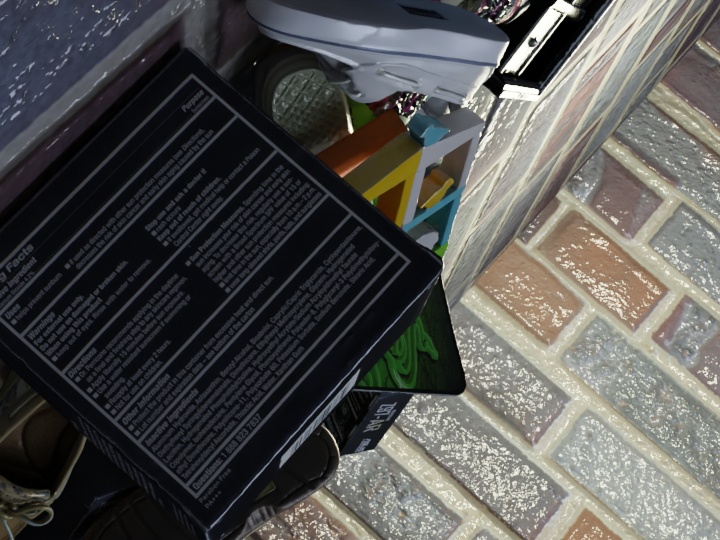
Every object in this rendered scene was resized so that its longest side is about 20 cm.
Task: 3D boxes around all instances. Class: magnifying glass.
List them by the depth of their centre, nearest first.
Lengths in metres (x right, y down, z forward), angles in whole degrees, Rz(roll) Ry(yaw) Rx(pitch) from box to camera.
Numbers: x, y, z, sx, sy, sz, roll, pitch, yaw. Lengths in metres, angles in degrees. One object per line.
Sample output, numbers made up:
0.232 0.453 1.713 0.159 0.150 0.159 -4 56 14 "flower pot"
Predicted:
-0.058 -0.043 0.933 0.200 0.080 0.022 -31 158 -7 "magnifying glass"

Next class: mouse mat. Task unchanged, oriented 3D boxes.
0.000 0.000 1.096 0.161 0.200 0.008 6 151 -35 "mouse mat"

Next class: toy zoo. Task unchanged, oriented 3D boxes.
0.021 -0.031 0.977 0.131 0.020 0.200 -33 153 -32 "toy zoo"

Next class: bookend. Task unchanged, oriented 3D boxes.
0.169 -0.259 1.302 0.200 0.092 0.199 -53 170 14 "bookend"

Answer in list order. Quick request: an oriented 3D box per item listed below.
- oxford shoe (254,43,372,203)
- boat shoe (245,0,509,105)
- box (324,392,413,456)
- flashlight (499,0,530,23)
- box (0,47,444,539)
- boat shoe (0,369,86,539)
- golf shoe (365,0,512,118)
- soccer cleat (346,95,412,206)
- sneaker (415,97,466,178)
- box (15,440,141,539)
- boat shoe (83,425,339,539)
-0.035 -0.076 0.996 0.075 0.058 0.200 -16 136 -9 "oxford shoe"
0.009 -0.135 0.898 0.200 0.074 0.065 5 122 -38 "boat shoe"
-0.015 0.056 1.407 0.044 0.200 0.160 -8 149 -28 "box"
0.073 -0.204 1.132 0.068 0.068 0.200 -35 -175 37 "flashlight"
-0.093 0.018 0.839 0.200 0.198 0.123 -47 174 -15 "box"
-0.228 0.122 0.977 0.200 0.073 0.063 -62 -149 22 "boat shoe"
0.057 -0.200 1.003 0.200 0.092 0.073 -45 167 1 "golf shoe"
0.006 -0.102 1.112 0.200 0.067 0.081 -75 168 -66 "soccer cleat"
0.047 -0.136 1.355 0.079 0.075 0.200 -33 161 -13 "sneaker"
-0.202 0.175 1.145 0.200 0.104 0.182 -11 144 -53 "box"
-0.111 0.175 1.067 0.200 0.072 0.076 -21 179 -16 "boat shoe"
